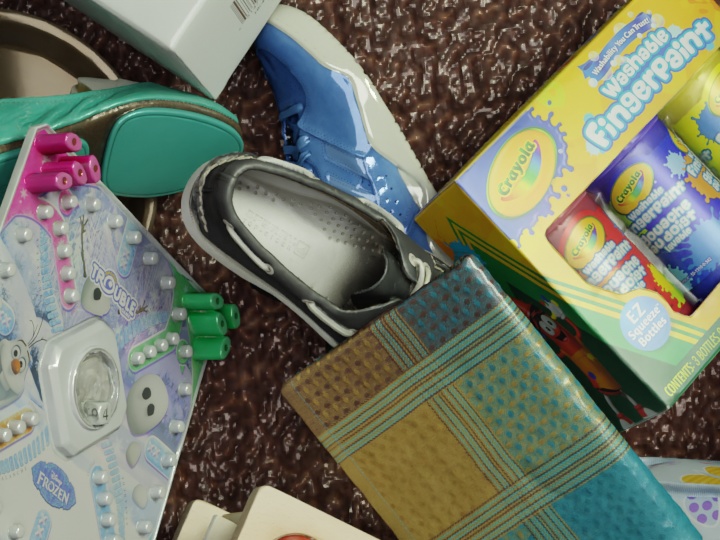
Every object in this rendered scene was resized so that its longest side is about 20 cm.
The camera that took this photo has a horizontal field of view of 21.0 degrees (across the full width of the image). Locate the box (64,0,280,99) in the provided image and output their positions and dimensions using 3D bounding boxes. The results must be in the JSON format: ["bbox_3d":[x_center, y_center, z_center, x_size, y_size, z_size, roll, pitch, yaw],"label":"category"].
[{"bbox_3d":[-0.133,-0.206,1.052,0.199,0.097,0.125,35,87,14],"label":"box"}]

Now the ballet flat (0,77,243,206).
[{"bbox_3d":[-0.154,-0.075,1.041,0.199,0.068,0.070,-13,49,-41],"label":"ballet flat"}]

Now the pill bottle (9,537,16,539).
[{"bbox_3d":[-0.216,0.132,1.003,0.115,0.116,0.201,19,43,-3],"label":"pill bottle"}]

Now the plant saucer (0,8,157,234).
[{"bbox_3d":[-0.214,-0.047,1.101,0.198,0.029,0.202,0,89,-4],"label":"plant saucer"}]

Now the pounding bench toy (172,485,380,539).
[{"bbox_3d":[-0.008,0.214,1.025,0.199,0.156,0.125,28,72,-15],"label":"pounding bench toy"}]

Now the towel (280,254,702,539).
[{"bbox_3d":[0.068,0.103,1.007,0.146,0.022,0.201,-35,97,30],"label":"towel"}]

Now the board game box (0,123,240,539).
[{"bbox_3d":[-0.136,0.060,0.997,0.026,0.200,0.202,0,60,28],"label":"board game box"}]

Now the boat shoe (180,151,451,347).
[{"bbox_3d":[0.000,0.000,1.020,0.199,0.060,0.074,34,75,-18],"label":"boat shoe"}]

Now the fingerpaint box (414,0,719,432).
[{"bbox_3d":[0.158,-0.043,1.071,0.167,0.073,0.200,46,67,-1],"label":"fingerpaint box"}]

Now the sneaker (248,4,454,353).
[{"bbox_3d":[-0.027,-0.042,1.087,0.111,0.077,0.201,-35,97,-13],"label":"sneaker"}]

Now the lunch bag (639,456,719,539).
[{"bbox_3d":[0.176,0.188,1.068,0.198,0.127,0.172,0,89,21],"label":"lunch bag"}]
